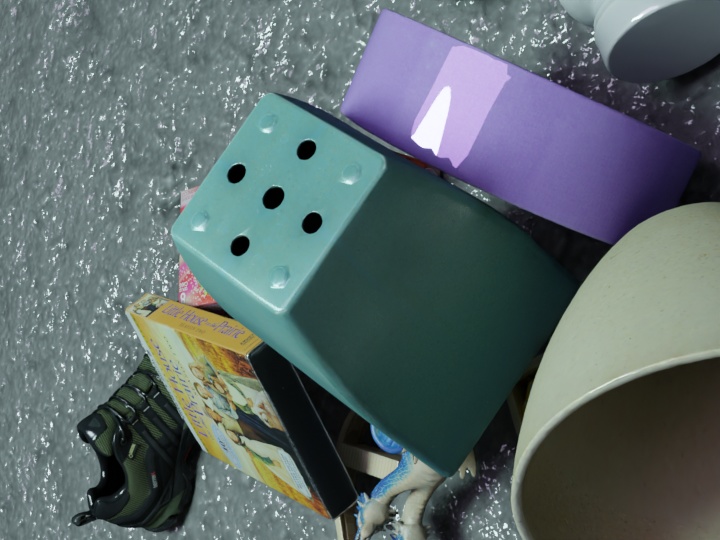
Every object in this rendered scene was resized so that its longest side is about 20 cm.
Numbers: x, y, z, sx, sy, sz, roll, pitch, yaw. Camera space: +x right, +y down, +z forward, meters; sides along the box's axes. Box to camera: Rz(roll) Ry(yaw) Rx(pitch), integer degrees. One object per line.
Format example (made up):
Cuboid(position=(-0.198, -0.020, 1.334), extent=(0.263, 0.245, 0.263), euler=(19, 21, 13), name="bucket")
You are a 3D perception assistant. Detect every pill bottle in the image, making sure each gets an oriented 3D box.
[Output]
Cuboid(position=(0.158, -0.219, 0.683), extent=(0.109, 0.108, 0.201), euler=(-31, 61, 36), name="pill bottle")

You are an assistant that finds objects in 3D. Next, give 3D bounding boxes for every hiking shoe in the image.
Cuboid(position=(-0.183, 0.122, 0.953), extent=(0.076, 0.100, 0.201), euler=(8, 87, 45), name="hiking shoe")

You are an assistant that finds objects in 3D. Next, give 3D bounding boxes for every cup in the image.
Cuboid(position=(0.170, 0.052, 0.537), extent=(0.200, 0.200, 0.144), euler=(-37, 30, 33), name="cup")

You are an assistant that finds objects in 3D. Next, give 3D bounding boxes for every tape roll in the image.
Cuboid(position=(0.091, -0.081, 0.654), extent=(0.200, 0.200, 0.066), euler=(35, 107, 43), name="tape roll")

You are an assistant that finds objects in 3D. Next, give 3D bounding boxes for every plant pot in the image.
Cuboid(position=(0.000, 0.000, 0.622), extent=(0.141, 0.200, 0.142), euler=(33, 88, 34), name="plant pot")

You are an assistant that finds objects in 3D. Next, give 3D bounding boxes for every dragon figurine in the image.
Cuboid(position=(0.043, 0.095, 0.750), extent=(0.099, 0.059, 0.201), euler=(138, 147, -62), name="dragon figurine")

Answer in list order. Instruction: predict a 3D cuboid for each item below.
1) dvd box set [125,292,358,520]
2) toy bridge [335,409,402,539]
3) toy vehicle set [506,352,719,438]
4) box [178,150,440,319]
Cuboid(position=(-0.093, 0.095, 0.839), extent=(0.200, 0.029, 0.147), euler=(13, 133, 54), name="dvd box set")
Cuboid(position=(0.011, 0.137, 0.810), extent=(0.067, 0.027, 0.201), euler=(8, 88, 47), name="toy bridge")
Cuboid(position=(0.179, 0.079, 0.655), extent=(0.200, 0.026, 0.125), euler=(-34, 59, 35), name="toy vehicle set")
Cuboid(position=(-0.042, -0.023, 0.848), extent=(0.199, 0.095, 0.100), euler=(-11, 75, 43), name="box")
